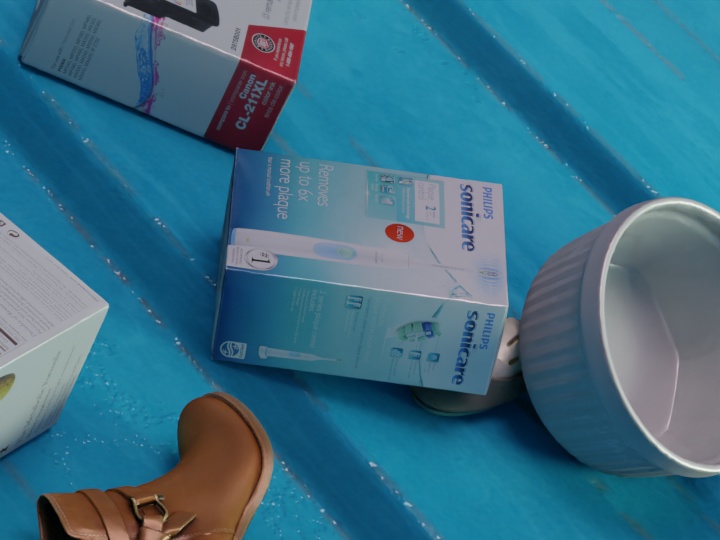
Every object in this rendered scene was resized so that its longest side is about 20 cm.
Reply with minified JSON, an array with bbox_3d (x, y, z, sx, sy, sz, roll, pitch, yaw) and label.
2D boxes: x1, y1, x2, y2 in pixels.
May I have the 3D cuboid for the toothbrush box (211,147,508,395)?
[{"bbox_3d":[0.000,0.000,1.910,0.199,0.086,0.147,9,37,-5],"label":"toothbrush box"}]

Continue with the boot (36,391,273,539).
[{"bbox_3d":[-0.130,0.147,1.685,0.154,0.074,0.200,5,39,-24],"label":"boot"}]

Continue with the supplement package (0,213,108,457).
[{"bbox_3d":[-0.269,0.062,1.655,0.109,0.114,0.200,38,37,15],"label":"supplement package"}]

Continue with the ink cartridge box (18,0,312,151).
[{"bbox_3d":[-0.148,-0.190,2.085,0.199,0.083,0.146,22,36,-11],"label":"ink cartridge box"}]

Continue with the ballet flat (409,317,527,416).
[{"bbox_3d":[0.116,0.055,1.977,0.199,0.064,0.067,-11,47,-42],"label":"ballet flat"}]

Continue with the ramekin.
[{"bbox_3d":[0.205,0.056,1.943,0.199,0.105,0.201,14,68,-38],"label":"ramekin"}]
